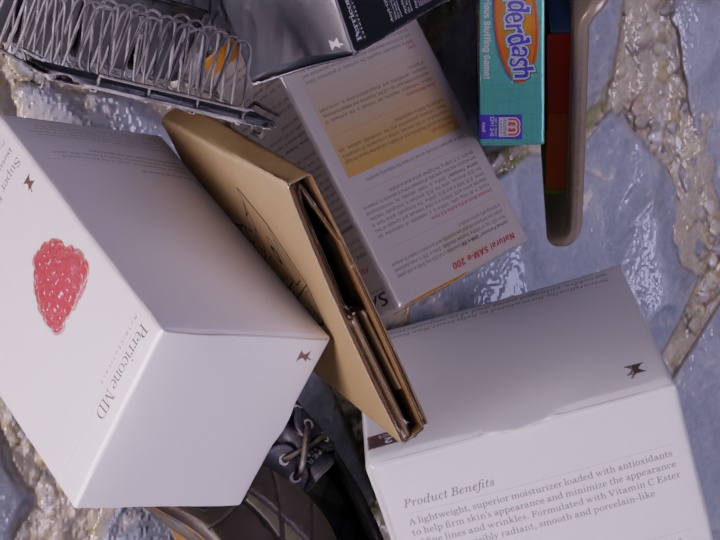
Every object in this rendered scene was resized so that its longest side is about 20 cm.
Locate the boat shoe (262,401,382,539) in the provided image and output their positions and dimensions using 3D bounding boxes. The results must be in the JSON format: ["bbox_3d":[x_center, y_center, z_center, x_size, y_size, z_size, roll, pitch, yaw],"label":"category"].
[{"bbox_3d":[-0.042,0.129,1.325,0.070,0.066,0.201,-44,123,-31],"label":"boat shoe"}]

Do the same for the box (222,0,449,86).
[{"bbox_3d":[-0.036,-0.227,1.185,0.141,0.078,0.201,-38,111,-59],"label":"box"}]

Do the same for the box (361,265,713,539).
[{"bbox_3d":[0.109,0.113,1.335,0.198,0.200,0.131,-15,112,4],"label":"box"}]

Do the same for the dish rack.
[{"bbox_3d":[-0.133,-0.124,1.118,0.153,0.200,0.055,9,101,-28],"label":"dish rack"}]

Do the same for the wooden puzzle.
[{"bbox_3d":[0.138,-0.147,1.390,0.186,0.037,0.201,-87,180,-51],"label":"wooden puzzle"}]

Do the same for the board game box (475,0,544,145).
[{"bbox_3d":[0.100,-0.166,1.363,0.200,0.045,0.153,-67,157,-81],"label":"board game box"}]

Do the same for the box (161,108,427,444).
[{"bbox_3d":[-0.040,-0.004,1.135,0.021,0.200,0.164,-31,115,-13],"label":"box"}]

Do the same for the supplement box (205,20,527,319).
[{"bbox_3d":[0.004,-0.075,1.302,0.126,0.073,0.201,-25,88,-38],"label":"supplement box"}]

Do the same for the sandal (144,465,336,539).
[{"bbox_3d":[-0.093,0.155,1.270,0.199,0.055,0.082,35,54,-8],"label":"sandal"}]

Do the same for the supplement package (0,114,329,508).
[{"bbox_3d":[-0.133,0.022,1.125,0.119,0.200,0.122,5,122,-44],"label":"supplement package"}]
